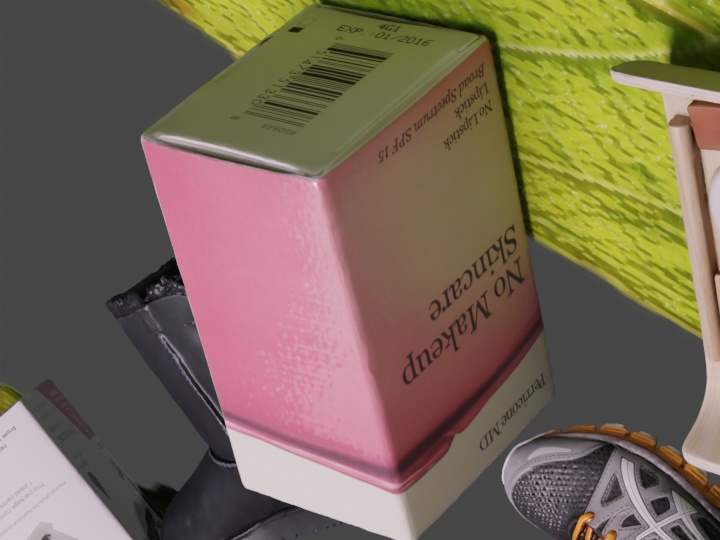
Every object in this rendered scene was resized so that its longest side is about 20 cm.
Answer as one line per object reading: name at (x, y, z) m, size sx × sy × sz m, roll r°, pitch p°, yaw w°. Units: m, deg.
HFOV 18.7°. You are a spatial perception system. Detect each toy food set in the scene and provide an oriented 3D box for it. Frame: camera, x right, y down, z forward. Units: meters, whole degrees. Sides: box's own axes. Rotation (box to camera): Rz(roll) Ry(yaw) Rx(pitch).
toy food set at (0.177, 0.013, 0.877) m, size 0.143 × 0.060 × 0.201 m, roll 15°, pitch 131°, yaw 38°

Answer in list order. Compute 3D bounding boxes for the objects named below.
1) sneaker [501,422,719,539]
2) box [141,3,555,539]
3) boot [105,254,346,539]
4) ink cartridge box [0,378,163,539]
sneaker at (0.143, 0.140, 1.017) m, size 0.199 × 0.077 × 0.079 m, roll 29°, pitch 141°, yaw 29°
box at (0.000, 0.000, 0.997) m, size 0.109 × 0.128 × 0.201 m, roll 15°, pitch 133°, yaw 37°
boot at (-0.081, 0.074, 1.200) m, size 0.198 × 0.073 × 0.163 m, roll -26°, pitch 104°, yaw 47°
ink cartridge box at (-0.161, 0.171, 1.312) m, size 0.200 × 0.083 × 0.147 m, roll 51°, pitch -179°, yaw -3°
